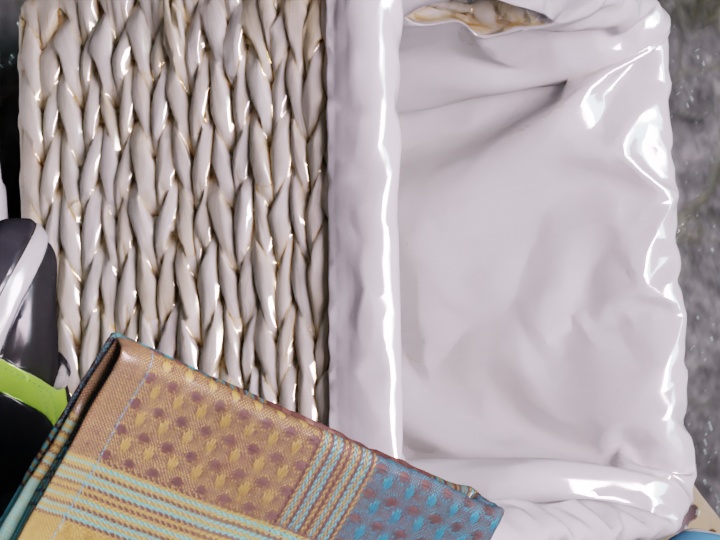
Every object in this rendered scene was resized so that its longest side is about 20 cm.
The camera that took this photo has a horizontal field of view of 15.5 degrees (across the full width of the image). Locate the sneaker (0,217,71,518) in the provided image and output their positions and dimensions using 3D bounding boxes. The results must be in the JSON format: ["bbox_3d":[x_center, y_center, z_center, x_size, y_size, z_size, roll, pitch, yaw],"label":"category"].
[{"bbox_3d":[-0.097,0.082,0.828,0.083,0.072,0.200,5,103,-7],"label":"sneaker"}]

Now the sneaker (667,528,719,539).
[{"bbox_3d":[0.168,0.199,1.093,0.081,0.077,0.200,-48,117,-37],"label":"sneaker"}]

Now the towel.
[{"bbox_3d":[-0.063,0.128,0.759,0.147,0.022,0.200,26,97,-32],"label":"towel"}]

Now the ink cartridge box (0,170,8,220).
[{"bbox_3d":[-0.172,0.007,0.869,0.109,0.050,0.200,-2,86,-38],"label":"ink cartridge box"}]

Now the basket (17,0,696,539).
[{"bbox_3d":[0.000,0.000,0.907,0.198,0.161,0.200,4,82,-56],"label":"basket"}]

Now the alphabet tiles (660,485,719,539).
[{"bbox_3d":[0.173,0.197,1.147,0.200,0.006,0.166,51,58,-22],"label":"alphabet tiles"}]
